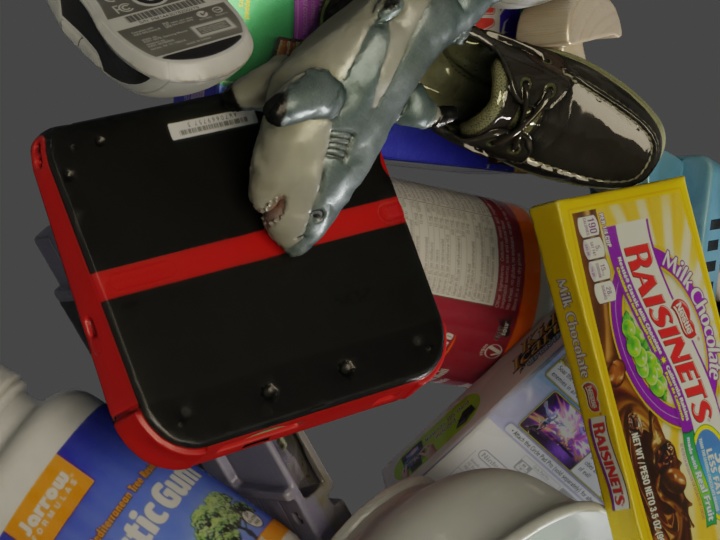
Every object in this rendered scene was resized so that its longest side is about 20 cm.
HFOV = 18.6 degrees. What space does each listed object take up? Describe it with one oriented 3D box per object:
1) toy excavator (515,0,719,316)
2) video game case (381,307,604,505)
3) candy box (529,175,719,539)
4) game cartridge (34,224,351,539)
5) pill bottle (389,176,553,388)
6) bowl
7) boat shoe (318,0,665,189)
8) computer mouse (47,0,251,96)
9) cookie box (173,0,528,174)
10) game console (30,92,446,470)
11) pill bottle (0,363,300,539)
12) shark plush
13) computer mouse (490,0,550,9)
[{"bbox_3d":[0.151,-0.042,1.253,0.200,0.100,0.195,22,73,-51],"label":"toy excavator"},{"bbox_3d":[0.145,0.119,1.236,0.181,0.045,0.200,-43,112,12],"label":"video game case"},{"bbox_3d":[0.153,0.055,1.143,0.102,0.026,0.201,-12,87,-42],"label":"candy box"},{"bbox_3d":[-0.094,0.059,1.184,0.038,0.129,0.200,-40,110,-34],"label":"game cartridge"},{"bbox_3d":[0.000,0.000,1.228,0.199,0.109,0.110,10,91,-24],"label":"pill bottle"},{"bbox_3d":[0.035,0.172,1.149,0.201,0.090,0.201,-35,152,-23],"label":"bowl"},{"bbox_3d":[0.068,-0.091,1.161,0.200,0.066,0.072,26,110,-5],"label":"boat shoe"},{"bbox_3d":[-0.128,-0.138,1.122,0.109,0.200,0.044,-18,135,-29],"label":"computer mouse"},{"bbox_3d":[0.005,-0.146,1.234,0.199,0.075,0.172,4,93,-25],"label":"cookie box"},{"bbox_3d":[-0.056,-0.003,1.113,0.199,0.031,0.178,-15,80,-36],"label":"game console"},{"bbox_3d":[-0.140,0.133,1.153,0.200,0.112,0.112,34,81,3],"label":"pill bottle"},{"bbox_3d":[0.015,-0.100,1.112,0.200,0.091,0.083,-44,109,-20],"label":"shark plush"},{"bbox_3d":[0.034,-0.175,1.158,0.199,0.110,0.044,18,106,-32],"label":"computer mouse"}]
